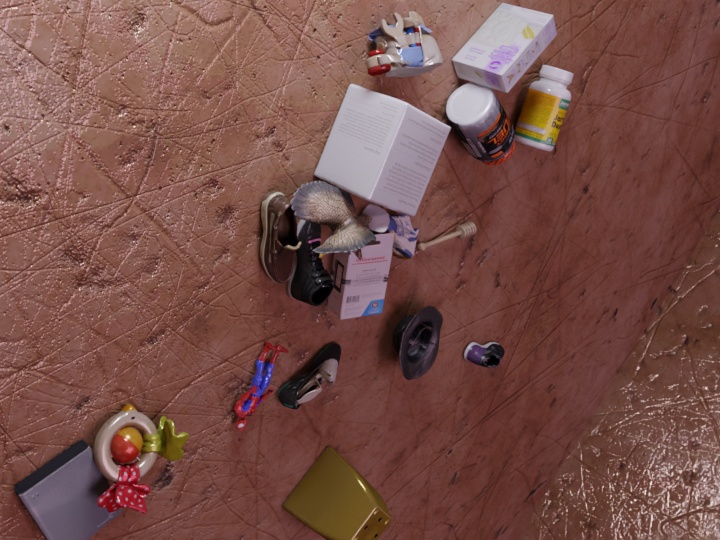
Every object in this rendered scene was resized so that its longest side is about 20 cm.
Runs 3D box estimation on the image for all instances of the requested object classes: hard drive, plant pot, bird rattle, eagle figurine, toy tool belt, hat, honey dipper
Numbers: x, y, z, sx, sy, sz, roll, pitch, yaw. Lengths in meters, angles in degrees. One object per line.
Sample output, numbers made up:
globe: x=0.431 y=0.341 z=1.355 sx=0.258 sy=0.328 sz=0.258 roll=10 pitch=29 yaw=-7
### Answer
hard drive: x=-0.534 y=0.424 z=1.446 sx=0.139 sy=0.033 sz=0.201 roll=-36 pitch=137 yaw=-30
plant pot: x=-0.039 y=0.610 z=2.003 sx=0.195 sy=0.199 sz=0.196 roll=-50 pitch=141 yaw=-13
bird rattle: x=-0.433 y=0.346 z=1.468 sx=0.200 sy=0.112 sz=0.164 roll=-48 pitch=119 yaw=-26
eagle figurine: x=-0.039 y=-0.084 z=1.545 sx=0.200 sy=0.150 sz=0.152 roll=41 pitch=61 yaw=-69
toy tool belt: x=0.072 y=-0.451 z=1.548 sx=0.199 sy=0.124 sz=0.124 roll=-17 pitch=94 yaw=-46
hat: x=0.131 y=0.178 z=2.026 sx=0.200 sy=0.080 sz=0.202 roll=-28 pitch=127 yaw=-45
honey dipper: x=0.218 y=-0.081 z=1.999 sx=0.199 sy=0.038 sz=0.038 roll=-22 pitch=129 yaw=-36

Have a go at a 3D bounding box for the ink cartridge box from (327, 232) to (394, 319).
ink cartridge box: x=0.000 y=0.000 z=1.750 sx=0.115 sy=0.068 sz=0.202 roll=-7 pitch=119 yaw=-31

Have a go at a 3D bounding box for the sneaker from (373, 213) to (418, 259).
sneaker: x=0.070 y=-0.102 z=1.798 sx=0.200 sy=0.075 sz=0.089 roll=42 pitch=63 yaw=-54

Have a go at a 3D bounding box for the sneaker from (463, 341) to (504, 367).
sneaker: x=0.397 y=0.269 z=2.383 sx=0.199 sy=0.087 sz=0.076 roll=5 pitch=109 yaw=-51

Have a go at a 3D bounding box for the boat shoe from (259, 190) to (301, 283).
boat shoe: x=-0.154 y=-0.053 z=1.549 sx=0.074 sy=0.075 sz=0.204 roll=-31 pitch=134 yaw=-33

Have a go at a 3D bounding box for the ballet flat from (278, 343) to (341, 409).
ballet flat: x=-0.100 y=0.252 z=1.811 sx=0.200 sy=0.068 sz=0.068 roll=-42 pitch=139 yaw=-24

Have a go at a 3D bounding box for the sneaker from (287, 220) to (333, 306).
sneaker: x=-0.091 y=-0.018 z=1.625 sx=0.070 sy=0.099 sz=0.202 roll=-10 pitch=119 yaw=-43

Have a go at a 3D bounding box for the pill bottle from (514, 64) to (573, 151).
pill bottle: x=0.474 y=-0.418 z=2.017 sx=0.112 sy=0.112 sz=0.202 roll=0 pitch=113 yaw=-49

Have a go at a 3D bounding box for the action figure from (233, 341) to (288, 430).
action figure: x=-0.221 y=0.255 z=1.693 sx=0.065 sy=0.052 sz=0.201 roll=19 pitch=100 yaw=-56

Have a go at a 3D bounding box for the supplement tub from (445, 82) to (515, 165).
supplement tub: x=0.288 y=-0.339 z=1.843 sx=0.123 sy=0.122 sz=0.200 roll=-57 pitch=143 yaw=-5

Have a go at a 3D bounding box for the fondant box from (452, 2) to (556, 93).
fondant box: x=0.324 y=-0.503 z=1.762 sx=0.200 sy=0.144 sz=0.058 roll=-50 pitch=142 yaw=-14

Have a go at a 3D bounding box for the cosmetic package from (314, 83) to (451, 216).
cosmetic package: x=0.045 y=-0.241 z=1.586 sx=0.167 sy=0.166 sz=0.201 roll=14 pitch=101 yaw=-52
